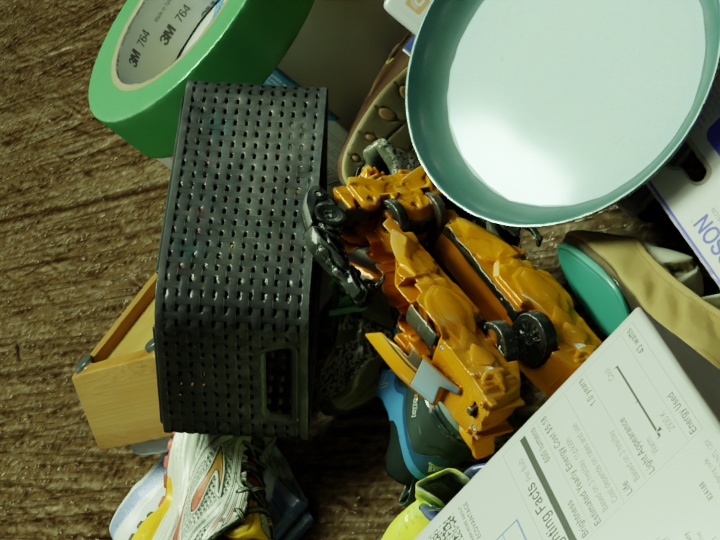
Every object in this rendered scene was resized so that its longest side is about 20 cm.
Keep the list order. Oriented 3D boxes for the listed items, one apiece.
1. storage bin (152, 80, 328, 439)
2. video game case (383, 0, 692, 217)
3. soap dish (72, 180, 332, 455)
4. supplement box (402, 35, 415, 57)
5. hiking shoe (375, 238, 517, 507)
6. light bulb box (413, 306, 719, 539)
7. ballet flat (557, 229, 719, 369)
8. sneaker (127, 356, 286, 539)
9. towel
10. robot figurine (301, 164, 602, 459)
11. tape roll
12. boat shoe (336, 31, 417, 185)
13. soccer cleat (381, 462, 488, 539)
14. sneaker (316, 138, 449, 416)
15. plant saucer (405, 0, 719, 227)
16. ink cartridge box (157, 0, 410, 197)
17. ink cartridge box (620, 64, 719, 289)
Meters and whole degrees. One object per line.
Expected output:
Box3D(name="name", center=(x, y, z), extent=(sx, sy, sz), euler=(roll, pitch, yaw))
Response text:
Box3D(name="storage bin", center=(-0.071, -0.008, 1.268), extent=(0.136, 0.093, 0.201), euler=(92, -179, -48))
Box3D(name="video game case", center=(0.145, -0.164, 1.210), extent=(0.182, 0.200, 0.023), euler=(-50, -5, 5))
Box3D(name="soap dish", center=(-0.103, 0.032, 1.424), extent=(0.157, 0.081, 0.200), euler=(-16, 32, 56))
Box3D(name="supplement box", center=(0.142, -0.173, 1.297), extent=(0.200, 0.109, 0.110), euler=(-50, 28, 5))
Box3D(name="hiking shoe", center=(0.037, 0.046, 1.246), extent=(0.087, 0.074, 0.201), euler=(-45, 25, 26))
Box3D(name="light bulb box", center=(0.127, 0.162, 0.920), extent=(0.200, 0.125, 0.199), euler=(-47, 29, 13))
Box3D(name="ballet flat", center=(0.170, 0.026, 1.097), extent=(0.063, 0.069, 0.200), euler=(-24, 31, -6))
Box3D(name="sneaker", center=(-0.081, 0.148, 1.283), extent=(0.082, 0.078, 0.201), euler=(4, 62, 34))
Box3D(name="towel", center=(-0.106, 0.168, 1.379), extent=(0.147, 0.024, 0.200), euler=(-51, 28, 6))
Box3D(name="robot figurine", center=(0.049, 0.013, 1.156), extent=(0.200, 0.144, 0.058), euler=(51, 136, 36))
Box3D(name="tape roll", center=(-0.110, -0.174, 1.434), extent=(0.200, 0.048, 0.201), euler=(-36, 33, 29))
Box3D(name="boat shoe", center=(0.048, -0.129, 1.440), extent=(0.201, 0.072, 0.067), euler=(-55, 22, -16))
Box3D(name="soccer cleat", center=(0.054, 0.131, 1.098), extent=(0.200, 0.083, 0.065), euler=(-24, 40, 59))
Box3D(name="sneaker", center=(0.000, 0.000, 1.337), extent=(0.077, 0.088, 0.201), euler=(-15, 47, 49))
Box3D(name="plant saucer", center=(0.116, -0.116, 1.151), extent=(0.199, 0.027, 0.202), euler=(-13, 65, 30))
Box3D(name="ink cartridge box", center=(-0.058, -0.147, 1.531), extent=(0.199, 0.147, 0.145), euler=(-15, 46, 49))
Box3D(name="ink cartridge box", center=(0.235, -0.107, 1.104), extent=(0.200, 0.043, 0.199), euler=(-42, 44, 15))
